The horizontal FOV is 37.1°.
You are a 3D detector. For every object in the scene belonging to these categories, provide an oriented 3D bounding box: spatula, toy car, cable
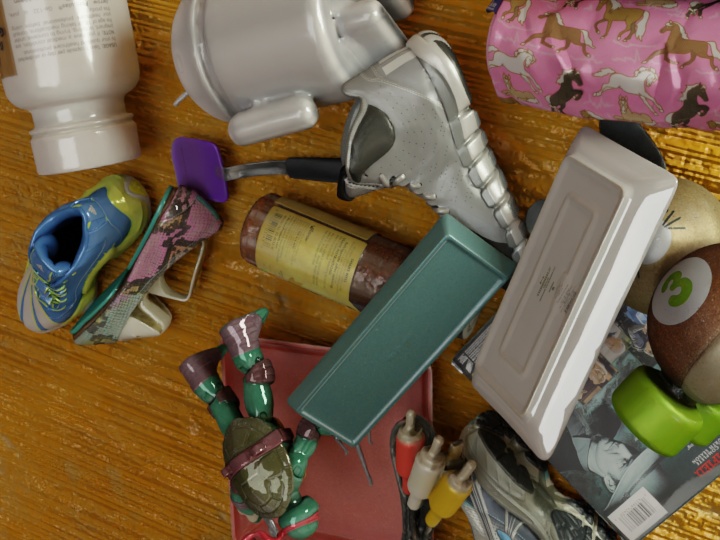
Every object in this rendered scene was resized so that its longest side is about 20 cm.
[{"bbox_3d":[-0.076,-0.083,0.884,0.197,0.021,0.057,2,117,23],"label":"spatula"},{"bbox_3d":[0.202,-0.011,0.707,0.165,0.157,0.201,-50,63,19],"label":"toy car"},{"bbox_3d":[0.038,0.197,0.844,0.097,0.050,0.203,39,126,39],"label":"cable"}]

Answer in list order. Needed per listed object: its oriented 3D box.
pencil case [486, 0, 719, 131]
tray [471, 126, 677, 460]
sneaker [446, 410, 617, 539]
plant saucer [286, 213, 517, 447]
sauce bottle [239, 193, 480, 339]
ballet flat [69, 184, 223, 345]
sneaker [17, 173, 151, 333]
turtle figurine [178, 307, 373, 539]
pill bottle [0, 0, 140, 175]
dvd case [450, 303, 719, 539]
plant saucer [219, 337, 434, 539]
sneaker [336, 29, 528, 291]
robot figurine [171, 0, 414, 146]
[{"bbox_3d":[0.180,-0.142,0.695,0.197,0.083,0.088,15,132,32],"label":"pencil case"},{"bbox_3d":[0.129,0.012,0.707,0.107,0.022,0.203,46,119,55],"label":"tray"},{"bbox_3d":[0.137,0.210,0.840,0.201,0.077,0.086,54,126,14],"label":"sneaker"},{"bbox_3d":[0.027,0.052,0.784,0.069,0.019,0.201,33,116,-15],"label":"plant saucer"},{"bbox_3d":[0.000,0.000,0.846,0.198,0.066,0.067,24,113,20],"label":"sauce bottle"},{"bbox_3d":[-0.186,0.012,0.946,0.071,0.069,0.200,35,118,-11],"label":"ballet flat"},{"bbox_3d":[-0.273,-0.008,0.954,0.076,0.105,0.200,46,118,8],"label":"sneaker"},{"bbox_3d":[-0.068,0.142,0.862,0.149,0.100,0.202,-33,79,18],"label":"turtle figurine"},{"bbox_3d":[-0.244,-0.187,0.886,0.112,0.114,0.204,-3,102,26],"label":"pill bottle"},{"bbox_3d":[0.183,0.092,0.807,0.200,0.022,0.146,46,118,10],"label":"dvd case"},{"bbox_3d":[-0.023,0.156,0.916,0.196,0.037,0.204,5,107,25],"label":"plant saucer"},{"bbox_3d":[0.044,-0.059,0.772,0.114,0.075,0.202,-25,105,1],"label":"sneaker"},{"bbox_3d":[-0.059,-0.174,0.799,0.197,0.113,0.172,-7,61,27],"label":"robot figurine"}]
